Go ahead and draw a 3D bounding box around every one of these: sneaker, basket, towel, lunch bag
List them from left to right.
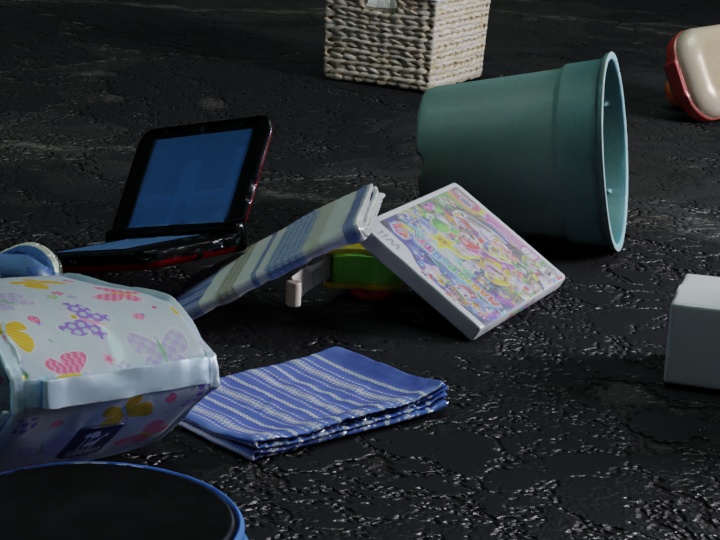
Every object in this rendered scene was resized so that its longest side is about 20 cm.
[{"bbox_3d":[-0.321,0.021,1.612,0.199,0.079,0.089,5,21,37],"label":"sneaker"},{"bbox_3d":[-0.219,0.073,1.338,0.169,0.128,0.199,-8,10,-42],"label":"lunch bag"},{"bbox_3d":[-0.073,-0.009,1.673,0.199,0.024,0.147,-27,11,12],"label":"towel"},{"bbox_3d":[-0.047,0.094,1.475,0.199,0.024,0.144,-11,20,-40],"label":"towel"},{"bbox_3d":[0.068,-0.361,2.856,0.197,0.162,0.200,11,17,26],"label":"basket"}]

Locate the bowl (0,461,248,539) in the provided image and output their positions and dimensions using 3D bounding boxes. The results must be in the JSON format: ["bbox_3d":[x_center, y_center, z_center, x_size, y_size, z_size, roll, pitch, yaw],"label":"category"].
[{"bbox_3d":[-0.163,0.165,1.172,0.199,0.040,0.201,3,16,-1],"label":"bowl"}]

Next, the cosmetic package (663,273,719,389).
[{"bbox_3d":[0.354,0.059,1.587,0.198,0.072,0.101,8,15,15],"label":"cosmetic package"}]

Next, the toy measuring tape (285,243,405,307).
[{"bbox_3d":[0.000,0.000,1.738,0.073,0.074,0.200,9,17,19],"label":"toy measuring tape"}]

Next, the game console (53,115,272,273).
[{"bbox_3d":[-0.195,-0.068,1.768,0.172,0.120,0.199,-12,6,-42],"label":"game console"}]

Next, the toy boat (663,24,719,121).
[{"bbox_3d":[0.483,-0.268,2.732,0.199,0.132,0.130,-12,-8,-42],"label":"toy boat"}]

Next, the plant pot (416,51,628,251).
[{"bbox_3d":[0.165,-0.118,1.989,0.194,0.202,0.200,-1,14,15],"label":"plant pot"}]

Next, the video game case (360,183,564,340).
[{"bbox_3d":[0.093,-0.012,1.764,0.143,0.018,0.200,41,28,13],"label":"video game case"}]
